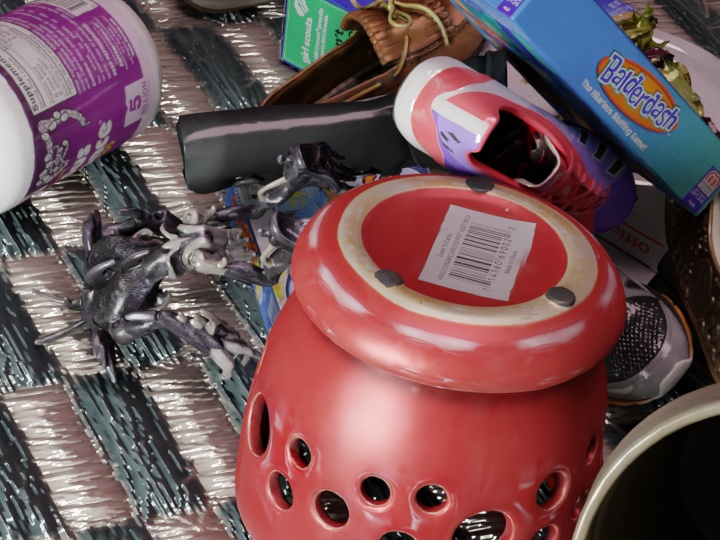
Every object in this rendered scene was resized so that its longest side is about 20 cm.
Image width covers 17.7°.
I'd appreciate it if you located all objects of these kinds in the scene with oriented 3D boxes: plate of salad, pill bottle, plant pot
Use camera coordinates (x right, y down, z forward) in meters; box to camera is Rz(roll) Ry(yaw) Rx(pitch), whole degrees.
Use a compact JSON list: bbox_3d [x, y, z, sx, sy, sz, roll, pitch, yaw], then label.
[{"bbox_3d":[0.173,-0.122,1.528,0.199,0.048,0.200,7,37,-5],"label":"plate of salad"},{"bbox_3d":[-0.225,-0.100,1.459,0.112,0.113,0.200,27,38,24],"label":"pill bottle"},{"bbox_3d":[0.213,0.134,1.193,0.199,0.201,0.174,15,17,7],"label":"plant pot"},{"bbox_3d":[0.038,0.059,1.238,0.199,0.183,0.201,5,33,-3],"label":"plant pot"}]

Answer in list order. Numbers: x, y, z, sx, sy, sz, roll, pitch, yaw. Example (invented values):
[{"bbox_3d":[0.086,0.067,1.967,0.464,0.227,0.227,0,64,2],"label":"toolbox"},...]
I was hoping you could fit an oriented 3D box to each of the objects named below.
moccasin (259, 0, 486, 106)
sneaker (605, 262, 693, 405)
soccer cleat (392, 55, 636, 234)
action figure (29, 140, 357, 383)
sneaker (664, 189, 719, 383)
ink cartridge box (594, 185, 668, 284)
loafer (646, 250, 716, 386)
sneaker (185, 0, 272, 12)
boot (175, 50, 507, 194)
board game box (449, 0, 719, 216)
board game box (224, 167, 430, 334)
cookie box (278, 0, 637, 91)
[{"bbox_3d":[0.013,-0.148,1.540,0.201,0.078,0.074,-37,39,-2],"label":"moccasin"},{"bbox_3d":[0.121,0.010,1.396,0.078,0.077,0.200,-47,50,-2],"label":"sneaker"},{"bbox_3d":[0.102,-0.057,1.307,0.200,0.068,0.073,27,8,-45],"label":"soccer cleat"},{"bbox_3d":[-0.093,0.004,1.347,0.199,0.102,0.119,-24,52,25],"label":"action figure"},{"bbox_3d":[0.241,0.003,1.367,0.089,0.067,0.201,8,37,-13],"label":"sneaker"},{"bbox_3d":[0.203,-0.063,1.557,0.116,0.068,0.200,32,40,28],"label":"ink cartridge box"},{"bbox_3d":[0.238,0.069,1.396,0.072,0.063,0.200,15,27,-46],"label":"loafer"},{"bbox_3d":[-0.042,-0.259,1.726,0.200,0.090,0.067,-19,53,-27],"label":"sneaker"},{"bbox_3d":[-0.013,-0.088,1.399,0.199,0.165,0.066,-1,79,-2],"label":"boot"},{"bbox_3d":[0.119,-0.129,1.352,0.200,0.045,0.152,42,1,-39],"label":"board game box"},{"bbox_3d":[0.000,0.000,1.440,0.135,0.035,0.200,-1,36,-16],"label":"board game box"},{"bbox_3d":[0.070,-0.170,1.671,0.200,0.075,0.171,28,40,25],"label":"cookie box"}]
